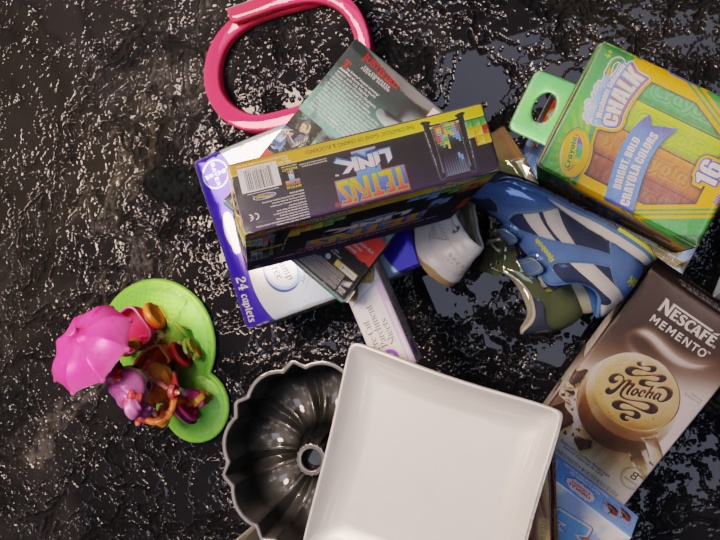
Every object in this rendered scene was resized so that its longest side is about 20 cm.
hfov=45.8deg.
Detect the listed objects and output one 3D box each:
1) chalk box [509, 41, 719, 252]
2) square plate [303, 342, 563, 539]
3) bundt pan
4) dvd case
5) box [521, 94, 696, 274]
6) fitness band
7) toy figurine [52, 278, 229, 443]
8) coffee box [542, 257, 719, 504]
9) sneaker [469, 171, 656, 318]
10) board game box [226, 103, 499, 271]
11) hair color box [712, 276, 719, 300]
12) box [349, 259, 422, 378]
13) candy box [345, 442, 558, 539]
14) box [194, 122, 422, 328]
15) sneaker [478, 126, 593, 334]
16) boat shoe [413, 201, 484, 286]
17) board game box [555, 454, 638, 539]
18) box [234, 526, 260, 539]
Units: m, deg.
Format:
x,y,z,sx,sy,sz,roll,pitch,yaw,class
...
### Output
x,y,z,sx,sy,sz,roll,pitch,yaw,class
0.236,-0.118,0.779,0.198,0.124,0.126,28,95,11,chalk box
0.060,0.187,0.757,0.197,0.028,0.202,16,98,18,square plate
-0.042,0.194,0.904,0.198,0.076,0.207,0,89,13,bundt pan
-0.010,-0.094,0.787,0.145,0.022,0.201,38,80,-1,dvd case
0.248,-0.071,0.860,0.198,0.040,0.139,30,97,11,box
-0.081,-0.230,0.940,0.196,0.037,0.147,-12,89,13,fitness band
-0.239,0.107,0.894,0.149,0.184,0.202,-36,83,10,toy figurine
0.265,0.102,0.812,0.112,0.080,0.202,34,111,11,coffee box
0.161,-0.030,0.760,0.198,0.074,0.083,29,101,2,sneaker
-0.005,-0.061,0.688,0.196,0.165,0.058,-15,82,-8,board game box
0.411,-0.049,0.780,0.098,0.061,0.202,25,74,11,hair color box
0.000,0.000,0.810,0.041,0.039,0.203,-23,86,12,box
0.082,0.215,0.796,0.196,0.055,0.118,-2,93,19,candy box
-0.046,-0.060,0.893,0.197,0.105,0.187,-20,86,11,box
0.150,-0.030,0.828,0.089,0.067,0.203,-28,88,8,sneaker
0.088,-0.081,0.841,0.069,0.070,0.203,-38,45,33,boat shoe
0.149,0.233,0.848,0.199,0.037,0.153,35,127,10,board game box
-0.103,0.393,0.900,0.127,0.109,0.201,-40,82,10,box
